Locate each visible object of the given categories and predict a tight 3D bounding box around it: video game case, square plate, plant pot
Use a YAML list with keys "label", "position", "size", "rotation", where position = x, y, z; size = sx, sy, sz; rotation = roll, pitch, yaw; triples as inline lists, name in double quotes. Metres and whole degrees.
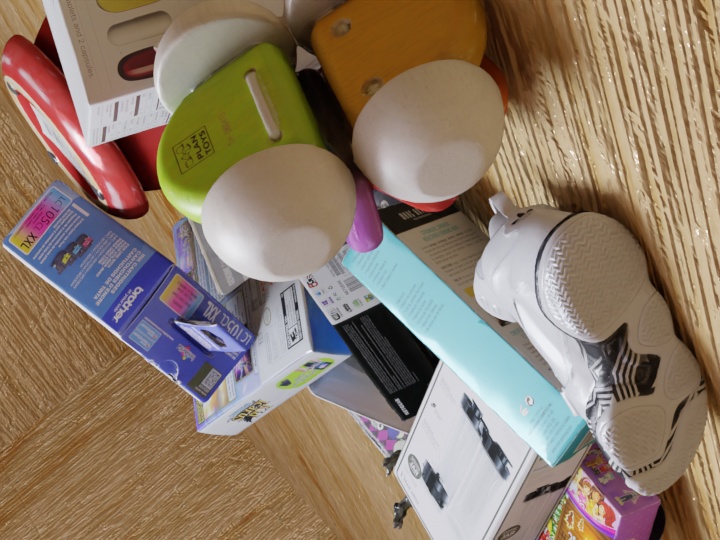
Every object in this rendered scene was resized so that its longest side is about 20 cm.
- label: "video game case"
  position: [-0.088, 0.014, 1.414]
  size: [0.181, 0.045, 0.202]
  rotation: [-36, 55, 44]
- label: "video game case"
  position: [0.022, 0.140, 1.696]
  size: [0.182, 0.036, 0.200]
  rotation: [50, -176, 6]
- label: "square plate"
  position: [-0.006, 0.064, 1.499]
  size: [0.197, 0.028, 0.201]
  rotation: [26, -157, -43]
- label: "plant pot"
  position: [-0.178, -0.157, 1.355]
  size: [0.201, 0.182, 0.201]
  rotation: [48, 166, 16]

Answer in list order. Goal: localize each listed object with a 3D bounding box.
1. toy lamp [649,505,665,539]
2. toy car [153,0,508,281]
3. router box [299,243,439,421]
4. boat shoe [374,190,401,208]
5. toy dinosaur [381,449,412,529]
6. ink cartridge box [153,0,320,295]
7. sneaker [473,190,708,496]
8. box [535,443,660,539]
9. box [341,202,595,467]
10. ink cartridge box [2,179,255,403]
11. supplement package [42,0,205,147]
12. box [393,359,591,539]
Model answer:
- label: "toy lamp"
  position: [0.205, 0.220, 1.334]
  size: [0.058, 0.058, 0.200]
  rotation: [47, 165, 18]
- label: "toy car"
  position: [-0.010, -0.076, 0.921]
  size: [0.150, 0.199, 0.176]
  rotation: [56, -172, -52]
- label: "router box"
  position: [0.000, 0.000, 1.289]
  size: [0.200, 0.051, 0.150]
  rotation: [56, -166, -42]
- label: "boat shoe"
  position: [0.040, -0.043, 1.207]
  size: [0.201, 0.063, 0.073]
  rotation: [58, -147, 5]
- label: "toy dinosaur"
  position: [0.068, 0.189, 1.452]
  size: [0.047, 0.087, 0.202]
  rotation: [-35, -59, -73]
- label: "ink cartridge box"
  position: [-0.061, -0.097, 1.087]
  size: [0.084, 0.175, 0.200]
  rotation: [46, 167, 20]
- label: "sneaker"
  position: [0.136, 0.038, 1.001]
  size: [0.115, 0.075, 0.201]
  rotation: [35, 155, 56]
- label: "box"
  position: [0.139, 0.158, 1.253]
  size: [0.200, 0.039, 0.138]
  rotation: [50, 145, 40]
- label: "box"
  position: [0.086, 0.035, 1.101]
  size: [0.200, 0.082, 0.049]
  rotation: [44, 124, 19]
- label: "ink cartridge box"
  position: [-0.177, 0.024, 1.349]
  size: [0.200, 0.077, 0.136]
  rotation: [35, 173, 37]
- label: "supplement package"
  position: [-0.168, -0.209, 1.167]
  size: [0.156, 0.110, 0.202]
  rotation: [151, 101, -78]
- label: "box"
  position: [0.096, 0.127, 1.207]
  size: [0.117, 0.060, 0.201]
  rotation: [58, 149, 31]
